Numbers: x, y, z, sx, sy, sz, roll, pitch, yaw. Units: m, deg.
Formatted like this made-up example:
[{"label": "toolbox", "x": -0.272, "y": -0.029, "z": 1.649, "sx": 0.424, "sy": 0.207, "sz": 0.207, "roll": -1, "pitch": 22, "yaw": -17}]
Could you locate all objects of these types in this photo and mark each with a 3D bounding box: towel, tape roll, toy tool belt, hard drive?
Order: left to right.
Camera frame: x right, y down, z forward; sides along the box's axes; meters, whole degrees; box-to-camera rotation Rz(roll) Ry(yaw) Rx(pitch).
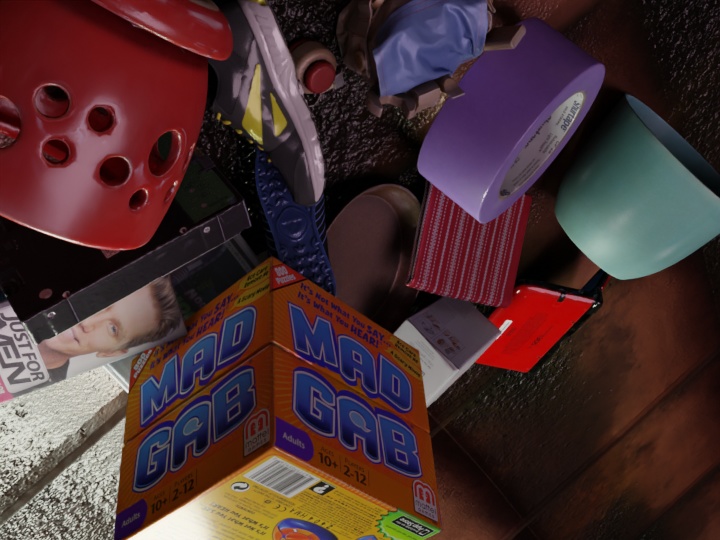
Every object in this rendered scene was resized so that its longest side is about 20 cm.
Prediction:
[{"label": "hard drive", "x": -0.209, "y": -0.038, "z": 0.886, "sx": 0.200, "sy": 0.140, "sz": 0.038, "roll": -32, "pitch": 142, "yaw": -16}, {"label": "toy tool belt", "x": 0.039, "y": -0.199, "z": 0.968, "sx": 0.200, "sy": 0.123, "sz": 0.125, "roll": -31, "pitch": 141, "yaw": -15}, {"label": "towel", "x": 0.128, "y": -0.037, "z": 1.241, "sx": 0.200, "sy": 0.022, "sz": 0.145, "roll": 13, "pitch": 88, "yaw": -48}, {"label": "tape roll", "x": 0.154, "y": -0.152, "z": 1.093, "sx": 0.200, "sy": 0.085, "sz": 0.200, "roll": -46, "pitch": 166, "yaw": -15}]

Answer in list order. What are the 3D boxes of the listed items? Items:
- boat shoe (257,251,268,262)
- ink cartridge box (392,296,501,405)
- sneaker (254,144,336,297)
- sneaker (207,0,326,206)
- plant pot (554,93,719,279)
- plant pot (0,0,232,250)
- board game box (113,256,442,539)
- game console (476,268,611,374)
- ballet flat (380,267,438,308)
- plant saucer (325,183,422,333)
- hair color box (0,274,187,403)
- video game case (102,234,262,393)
[{"label": "boat shoe", "x": -0.106, "y": 0.073, "z": 1.134, "sx": 0.073, "sy": 0.065, "sz": 0.200, "roll": -8, "pitch": 131, "yaw": -37}, {"label": "ink cartridge box", "x": 0.059, "y": 0.124, "z": 1.259, "sx": 0.176, "sy": 0.084, "sz": 0.200, "roll": -49, "pitch": 171, "yaw": 20}, {"label": "sneaker", "x": -0.067, "y": -0.053, "z": 1.026, "sx": 0.070, "sy": 0.078, "sz": 0.200, "roll": -7, "pitch": 94, "yaw": -13}, {"label": "sneaker", "x": -0.089, "y": -0.143, "z": 0.933, "sx": 0.084, "sy": 0.074, "sz": 0.200, "roll": -19, "pitch": 116, "yaw": 0}, {"label": "plant pot", "x": 0.334, "y": -0.087, "z": 1.297, "sx": 0.161, "sy": 0.201, "sz": 0.200, "roll": -45, "pitch": 145, "yaw": 23}, {"label": "plant pot", "x": -0.197, "y": -0.138, "z": 0.753, "sx": 0.200, "sy": 0.200, "sz": 0.183, "roll": 18, "pitch": 109, "yaw": -49}, {"label": "board game box", "x": -0.075, "y": 0.153, "z": 0.964, "sx": 0.200, "sy": 0.200, "sz": 0.200, "roll": -35, "pitch": 130, "yaw": 28}, {"label": "game console", "x": 0.242, "y": 0.041, "z": 1.425, "sx": 0.172, "sy": 0.119, "sz": 0.200, "roll": 12, "pitch": 144, "yaw": -14}, {"label": "ballet flat", "x": 0.023, "y": 0.048, "z": 1.248, "sx": 0.200, "sy": 0.057, "sz": 0.066, "roll": -39, "pitch": 142, "yaw": -5}, {"label": "plant saucer", "x": 0.000, "y": 0.000, "z": 1.158, "sx": 0.200, "sy": 0.034, "sz": 0.201, "roll": -26, "pitch": 125, "yaw": -43}, {"label": "hair color box", "x": -0.263, "y": 0.038, "z": 0.936, "sx": 0.200, "sy": 0.061, "sz": 0.100, "roll": -21, "pitch": 126, "yaw": -14}, {"label": "video game case", "x": -0.181, "y": 0.028, "z": 1.019, "sx": 0.182, "sy": 0.023, "sz": 0.200, "roll": -36, "pitch": 128, "yaw": -2}]
